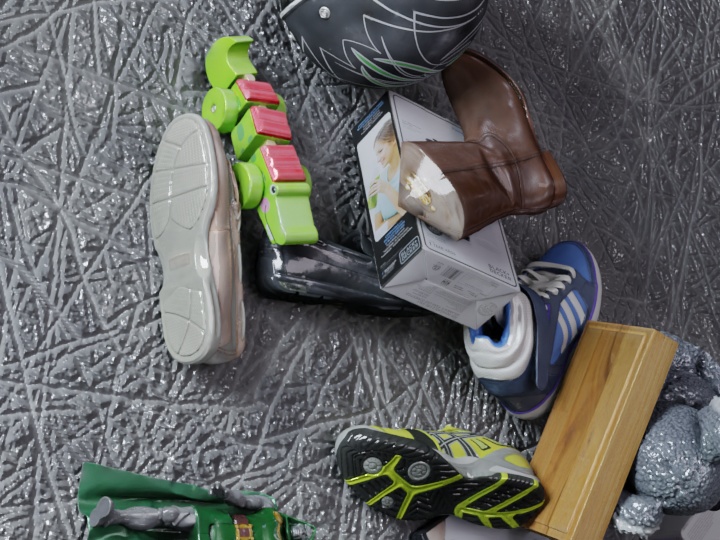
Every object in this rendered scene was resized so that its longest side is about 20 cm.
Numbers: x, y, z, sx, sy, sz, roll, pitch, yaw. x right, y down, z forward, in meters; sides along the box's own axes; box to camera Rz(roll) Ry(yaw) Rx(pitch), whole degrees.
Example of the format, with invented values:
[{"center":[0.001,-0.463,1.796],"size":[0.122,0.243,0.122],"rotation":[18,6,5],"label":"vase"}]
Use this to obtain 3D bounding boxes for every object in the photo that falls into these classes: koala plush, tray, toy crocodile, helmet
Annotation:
[{"center":[0.281,0.160,1.268],"size":[0.184,0.177,0.200],"rotation":[47,16,-10],"label":"koala plush"},{"center":[0.207,0.146,1.236],"size":[0.037,0.098,0.201],"rotation":[29,80,-26],"label":"tray"},{"center":[-0.082,-0.108,1.153],"size":[0.067,0.062,0.201],"rotation":[2,56,-38],"label":"toy crocodile"},{"center":[0.021,-0.256,1.219],"size":[0.199,0.200,0.192],"rotation":[7,65,-37],"label":"helmet"}]

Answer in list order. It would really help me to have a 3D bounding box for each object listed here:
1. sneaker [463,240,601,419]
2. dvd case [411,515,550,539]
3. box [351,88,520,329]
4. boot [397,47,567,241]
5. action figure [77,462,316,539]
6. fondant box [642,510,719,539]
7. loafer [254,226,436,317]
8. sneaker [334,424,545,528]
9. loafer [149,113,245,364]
[{"center":[0.159,0.025,1.285],"size":[0.147,0.080,0.201],"rotation":[54,52,-46],"label":"sneaker"},{"center":[0.135,0.296,1.248],"size":[0.142,0.017,0.201],"rotation":[-27,94,-41],"label":"dvd case"},{"center":[0.064,-0.057,1.226],"size":[0.116,0.060,0.201],"rotation":[22,40,-33],"label":"box"},{"center":[0.080,-0.115,1.202],"size":[0.199,0.064,0.187],"rotation":[-16,65,-49],"label":"boot"},{"center":[-0.116,0.204,1.055],"size":[0.199,0.054,0.119],"rotation":[7,69,-42],"label":"action figure"},{"center":[0.390,0.309,1.425],"size":[0.144,0.058,0.201],"rotation":[-40,102,-39],"label":"fondant box"},{"center":[0.000,0.000,1.198],"size":[0.199,0.068,0.071],"rotation":[11,78,-32],"label":"loafer"},{"center":[0.064,0.173,1.207],"size":[0.199,0.076,0.077],"rotation":[19,25,-23],"label":"sneaker"},{"center":[-0.127,-0.024,1.113],"size":[0.063,0.071,0.202],"rotation":[9,76,-54],"label":"loafer"}]
